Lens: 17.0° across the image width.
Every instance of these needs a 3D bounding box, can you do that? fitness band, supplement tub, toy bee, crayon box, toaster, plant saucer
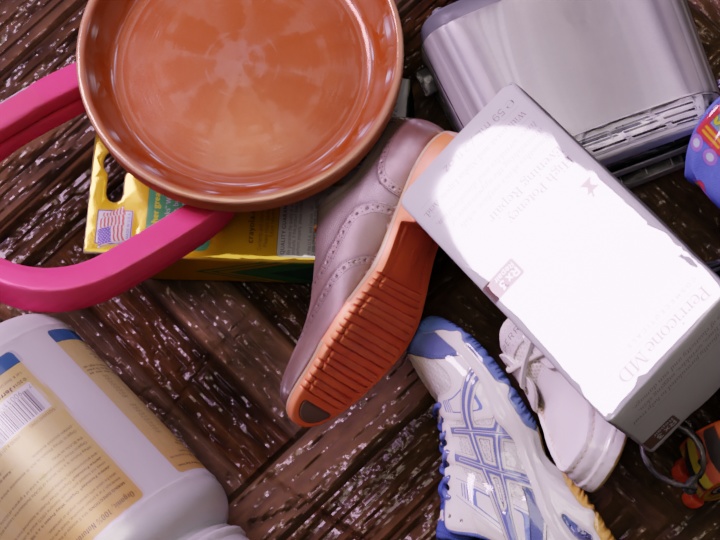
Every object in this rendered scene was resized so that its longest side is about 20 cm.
[{"bbox_3d":[-0.163,-0.055,1.475,0.200,0.037,0.144,-32,69,-20],"label":"fitness band"},{"bbox_3d":[-0.170,0.140,1.427,0.145,0.145,0.200,-43,73,-8],"label":"supplement tub"},{"bbox_3d":[0.235,0.099,1.436,0.199,0.109,0.131,10,62,-16],"label":"toy bee"},{"bbox_3d":[-0.069,-0.059,1.529,0.199,0.052,0.126,2,73,6],"label":"crayon box"},{"bbox_3d":[0.142,-0.118,1.497,0.200,0.114,0.129,-20,76,-2],"label":"toaster"},{"bbox_3d":[-0.073,-0.128,1.470,0.200,0.032,0.201,0,69,1],"label":"plant saucer"}]

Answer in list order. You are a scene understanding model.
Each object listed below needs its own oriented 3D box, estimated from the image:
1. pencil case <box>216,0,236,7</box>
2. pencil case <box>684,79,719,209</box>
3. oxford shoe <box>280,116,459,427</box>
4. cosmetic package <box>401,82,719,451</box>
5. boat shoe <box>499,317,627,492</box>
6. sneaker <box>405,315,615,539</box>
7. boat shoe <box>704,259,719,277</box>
[{"bbox_3d":[-0.062,-0.225,1.566,0.091,0.083,0.200,24,69,-34],"label":"pencil case"},{"bbox_3d":[0.274,-0.031,1.398,0.087,0.078,0.200,-43,56,4],"label":"pencil case"},{"bbox_3d":[0.000,0.000,1.455,0.073,0.071,0.200,26,82,34],"label":"oxford shoe"},{"bbox_3d":[0.125,-0.004,1.358,0.102,0.074,0.200,-48,55,6],"label":"cosmetic package"},{"bbox_3d":[0.113,0.048,1.427,0.069,0.071,0.200,20,35,-20],"label":"boat shoe"},{"bbox_3d":[0.072,0.121,1.447,0.088,0.075,0.200,-33,71,-3],"label":"sneaker"},{"bbox_3d":[0.217,0.021,1.415,0.074,0.200,0.062,-14,111,-15],"label":"boat shoe"}]
